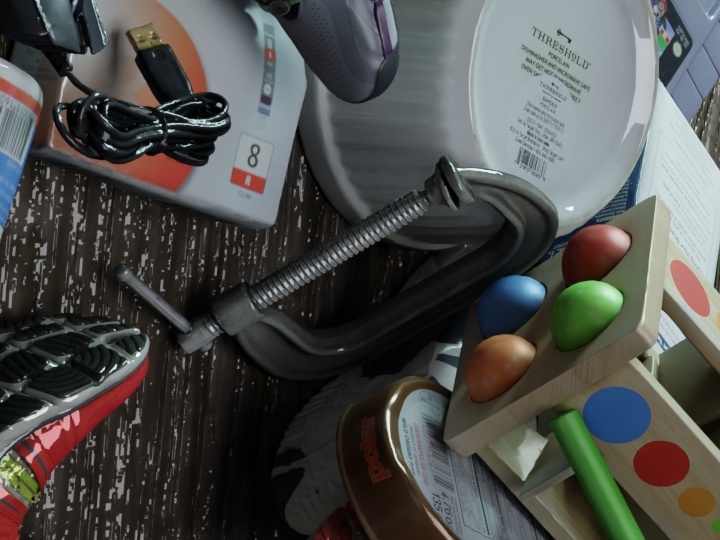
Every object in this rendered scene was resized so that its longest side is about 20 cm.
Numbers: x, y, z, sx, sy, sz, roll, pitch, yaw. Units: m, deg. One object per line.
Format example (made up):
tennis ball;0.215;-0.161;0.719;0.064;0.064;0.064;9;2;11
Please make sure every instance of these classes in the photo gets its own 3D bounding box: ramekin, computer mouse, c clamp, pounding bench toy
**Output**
ramekin;0.070;-0.106;1.495;0.200;0.105;0.200;-11;105;-46
computer mouse;-0.128;-0.128;1.241;0.046;0.200;0.140;-44;160;18
c clamp;0.000;0.000;1.416;0.200;0.027;0.171;-27;146;7
pounding bench toy;0.127;0.084;1.387;0.156;0.124;0.200;48;28;-19

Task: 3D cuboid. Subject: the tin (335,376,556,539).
tin;0.065;0.125;1.418;0.200;0.042;0.112;33;39;-41

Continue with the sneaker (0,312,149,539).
sneaker;-0.175;0.094;1.300;0.200;0.077;0.085;-40;135;-28

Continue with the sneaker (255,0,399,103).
sneaker;-0.058;-0.160;1.340;0.088;0.074;0.200;-31;95;-39

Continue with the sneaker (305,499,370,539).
sneaker;0.027;0.159;1.449;0.200;0.082;0.078;10;51;-58

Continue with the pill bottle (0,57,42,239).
pill bottle;-0.215;-0.001;1.199;0.112;0.112;0.200;27;77;-46

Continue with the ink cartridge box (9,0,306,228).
ink cartridge box;-0.083;-0.134;1.365;0.162;0.050;0.200;19;86;-48

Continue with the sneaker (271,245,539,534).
sneaker;0.042;0.096;1.516;0.130;0.079;0.199;56;47;-27

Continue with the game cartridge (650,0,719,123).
game cartridge;0.163;-0.180;1.637;0.130;0.038;0.200;-59;133;-29

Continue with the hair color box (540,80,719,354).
hair color box;0.150;0.001;1.583;0.100;0.060;0.200;51;39;-38
